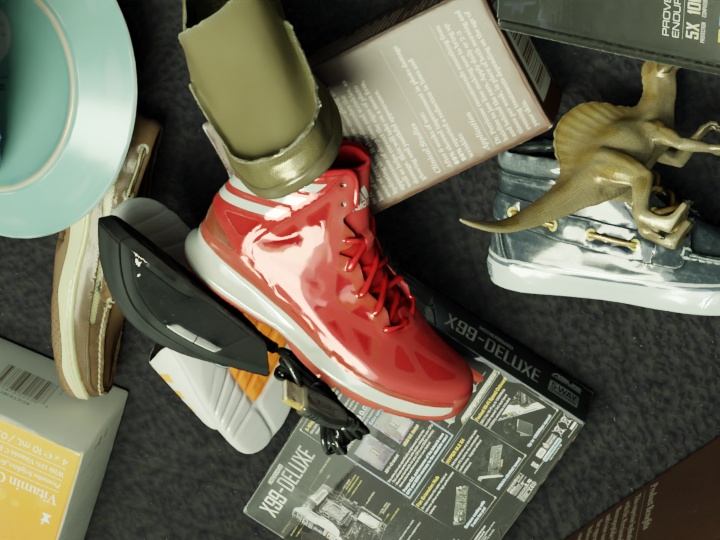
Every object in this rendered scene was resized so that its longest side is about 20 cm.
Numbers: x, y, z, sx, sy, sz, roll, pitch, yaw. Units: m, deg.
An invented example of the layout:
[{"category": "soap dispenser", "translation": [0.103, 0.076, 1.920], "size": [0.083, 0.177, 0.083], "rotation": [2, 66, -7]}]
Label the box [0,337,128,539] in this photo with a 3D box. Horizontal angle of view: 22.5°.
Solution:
[{"category": "box", "translation": [-0.257, 0.164, 1.268], "size": [0.123, 0.098, 0.202], "rotation": [22, 115, 4]}]

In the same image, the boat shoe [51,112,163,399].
[{"category": "boat shoe", "translation": [-0.160, -0.007, 1.191], "size": [0.074, 0.075, 0.204], "rotation": [6, 112, 5]}]

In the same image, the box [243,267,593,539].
[{"category": "box", "translation": [0.036, 0.123, 1.208], "size": [0.157, 0.050, 0.201], "rotation": [32, 115, 0]}]

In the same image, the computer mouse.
[{"category": "computer mouse", "translation": [-0.082, 0.050, 1.089], "size": [0.200, 0.140, 0.046], "rotation": [39, 92, -33]}]

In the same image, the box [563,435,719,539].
[{"category": "box", "translation": [0.210, 0.242, 1.150], "size": [0.199, 0.166, 0.165], "rotation": [-37, 98, 24]}]

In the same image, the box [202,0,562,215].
[{"category": "box", "translation": [0.015, -0.098, 1.113], "size": [0.199, 0.075, 0.101], "rotation": [-25, 105, 19]}]

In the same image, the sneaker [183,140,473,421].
[{"category": "sneaker", "translation": [0.000, 0.000, 1.078], "size": [0.199, 0.079, 0.116], "rotation": [30, 119, -6]}]

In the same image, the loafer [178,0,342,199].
[{"category": "loafer", "translation": [-0.070, -0.121, 1.057], "size": [0.076, 0.201, 0.067], "rotation": [-34, 137, 8]}]

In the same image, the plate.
[{"category": "plate", "translation": [-0.228, -0.119, 1.151], "size": [0.198, 0.026, 0.202], "rotation": [6, 101, 30]}]

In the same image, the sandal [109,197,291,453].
[{"category": "sandal", "translation": [-0.113, 0.031, 1.188], "size": [0.059, 0.079, 0.207], "rotation": [7, 139, 47]}]

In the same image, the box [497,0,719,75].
[{"category": "box", "translation": [0.166, -0.223, 0.985], "size": [0.163, 0.086, 0.202], "rotation": [19, 118, 36]}]

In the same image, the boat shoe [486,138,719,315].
[{"category": "boat shoe", "translation": [0.176, -0.030, 1.102], "size": [0.198, 0.071, 0.092], "rotation": [4, 110, 11]}]

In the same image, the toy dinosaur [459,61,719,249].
[{"category": "toy dinosaur", "translation": [0.150, -0.055, 1.058], "size": [0.101, 0.200, 0.058], "rotation": [38, 156, 19]}]
